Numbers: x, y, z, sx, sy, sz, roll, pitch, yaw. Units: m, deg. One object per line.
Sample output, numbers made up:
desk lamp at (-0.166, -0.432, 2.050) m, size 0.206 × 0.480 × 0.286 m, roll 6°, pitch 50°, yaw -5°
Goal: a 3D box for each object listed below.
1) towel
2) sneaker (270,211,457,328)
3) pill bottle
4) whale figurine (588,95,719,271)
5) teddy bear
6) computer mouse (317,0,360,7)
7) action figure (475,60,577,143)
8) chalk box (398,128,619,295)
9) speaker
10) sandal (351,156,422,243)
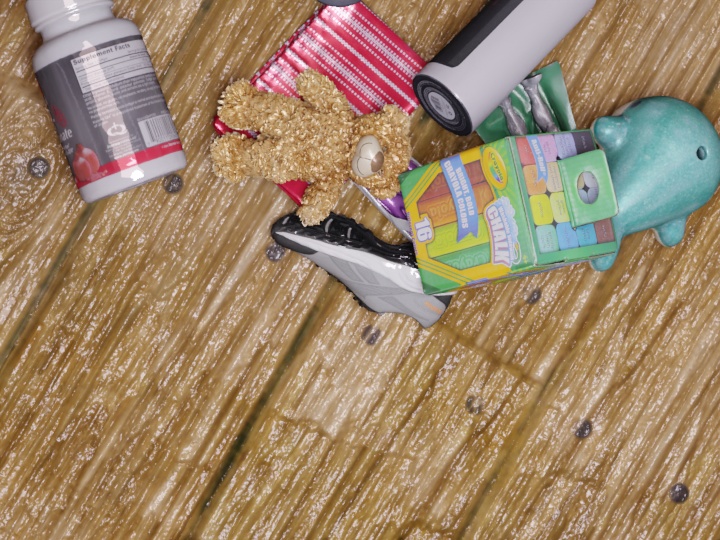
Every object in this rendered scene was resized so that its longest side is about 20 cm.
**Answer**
towel at (-0.035, -0.171, 1.591) m, size 0.145 × 0.022 × 0.200 m, roll 43°, pitch 85°, yaw 5°
sneaker at (0.000, 0.000, 1.592) m, size 0.199 × 0.074 × 0.080 m, roll 22°, pitch 116°, yaw -1°
pill bottle at (-0.251, -0.176, 1.530) m, size 0.110 × 0.111 × 0.202 m, roll -20°, pitch 94°, yaw -7°
whale figurine at (0.287, -0.089, 1.585) m, size 0.200 × 0.103 × 0.160 m, roll -45°, pitch 110°, yaw -28°
teddy bear at (-0.049, -0.123, 1.541) m, size 0.199 × 0.067 × 0.146 m, roll 27°, pitch 85°, yaw 1°
computer mouse at (-0.022, -0.352, 1.589) m, size 0.137 × 0.053 × 0.202 m, roll 1°, pitch 77°, yaw -6°
action figure at (0.200, -0.100, 1.627) m, size 0.117 × 0.055 × 0.201 m, roll -28°, pitch 99°, yaw -9°
chalk box at (0.154, -0.059, 1.501) m, size 0.123 × 0.199 × 0.126 m, roll -9°, pitch 84°, yaw -41°
speaker at (0.145, -0.228, 1.578) m, size 0.081 × 0.081 × 0.200 m, roll 46°, pitch 73°, yaw -7°
sandal at (0.064, -0.069, 1.607) m, size 0.202 × 0.050 × 0.083 m, roll 33°, pitch 87°, yaw -6°
